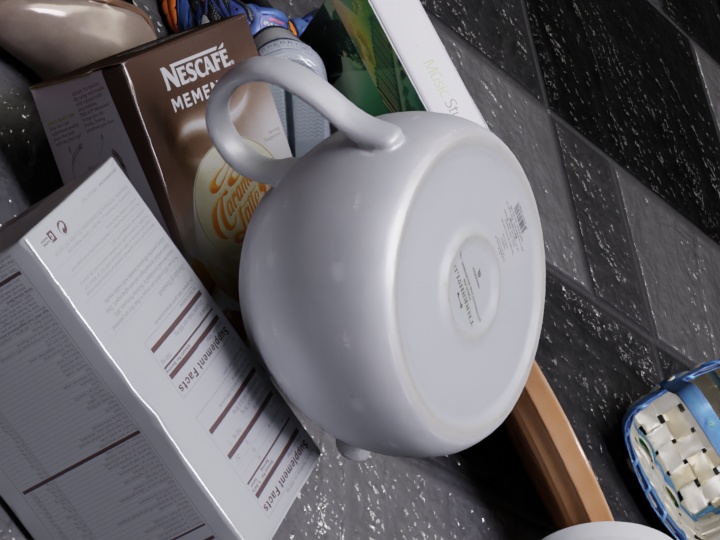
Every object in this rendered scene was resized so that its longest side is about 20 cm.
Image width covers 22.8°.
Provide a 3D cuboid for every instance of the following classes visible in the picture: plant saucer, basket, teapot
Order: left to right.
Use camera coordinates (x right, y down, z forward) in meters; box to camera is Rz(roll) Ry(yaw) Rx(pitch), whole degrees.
[{"bbox_3d":[-0.001,0.003,0.970,0.197,0.146,0.201,16,80,-56],"label":"teapot"},{"bbox_3d":[0.140,0.137,1.324,0.200,0.032,0.201,90,-26,-87],"label":"plant saucer"},{"bbox_3d":[0.308,0.166,1.522,0.177,0.139,0.200,59,-3,-3],"label":"basket"}]

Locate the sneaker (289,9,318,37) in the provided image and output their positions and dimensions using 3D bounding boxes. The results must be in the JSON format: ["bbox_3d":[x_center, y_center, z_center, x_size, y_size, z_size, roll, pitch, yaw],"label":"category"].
[{"bbox_3d":[0.005,-0.151,1.363,0.076,0.078,0.200,69,15,14],"label":"sneaker"}]

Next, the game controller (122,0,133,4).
[{"bbox_3d":[-0.213,-0.241,1.156,0.104,0.042,0.201,3,61,-58],"label":"game controller"}]

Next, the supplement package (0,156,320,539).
[{"bbox_3d":[-0.131,0.065,0.929,0.200,0.114,0.110,56,28,-12],"label":"supplement package"}]

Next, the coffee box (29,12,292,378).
[{"bbox_3d":[-0.097,-0.034,1.040,0.114,0.080,0.201,-32,108,-48],"label":"coffee box"}]

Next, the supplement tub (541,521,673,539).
[{"bbox_3d":[0.170,0.285,1.196,0.144,0.144,0.200,40,34,-34],"label":"supplement tub"}]

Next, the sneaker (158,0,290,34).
[{"bbox_3d":[-0.084,-0.150,1.247,0.075,0.078,0.201,12,54,-54],"label":"sneaker"}]

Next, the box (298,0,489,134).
[{"bbox_3d":[0.005,-0.089,1.117,0.036,0.200,0.145,-22,79,-28],"label":"box"}]

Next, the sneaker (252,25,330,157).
[{"bbox_3d":[-0.045,-0.059,1.128,0.071,0.073,0.201,-102,-166,-60],"label":"sneaker"}]

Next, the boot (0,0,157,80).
[{"bbox_3d":[-0.145,-0.084,1.104,0.200,0.070,0.147,9,65,-47],"label":"boot"}]
